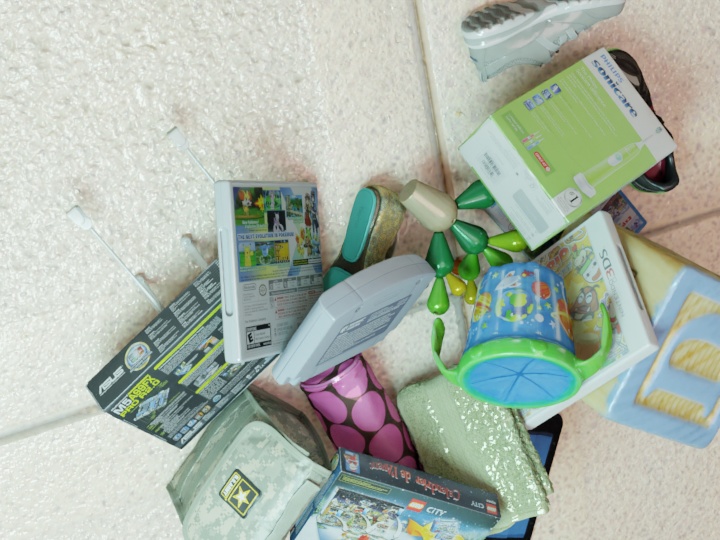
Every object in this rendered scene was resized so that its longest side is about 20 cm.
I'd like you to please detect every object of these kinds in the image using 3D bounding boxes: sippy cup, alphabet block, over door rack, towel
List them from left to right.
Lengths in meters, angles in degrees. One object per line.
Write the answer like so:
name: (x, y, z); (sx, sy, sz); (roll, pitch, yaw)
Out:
over door rack: (-0.198, -0.042, 1.323); (0.148, 0.067, 0.200); (-40, 118, -5)
towel: (0.130, 0.207, 1.430); (0.036, 0.148, 0.200); (-3, 68, -56)
sippy cup: (0.177, 0.066, 1.359); (0.177, 0.140, 0.131); (12, 58, -11)
alphabet block: (0.335, 0.069, 1.467); (0.195, 0.200, 0.197); (22, 100, -36)

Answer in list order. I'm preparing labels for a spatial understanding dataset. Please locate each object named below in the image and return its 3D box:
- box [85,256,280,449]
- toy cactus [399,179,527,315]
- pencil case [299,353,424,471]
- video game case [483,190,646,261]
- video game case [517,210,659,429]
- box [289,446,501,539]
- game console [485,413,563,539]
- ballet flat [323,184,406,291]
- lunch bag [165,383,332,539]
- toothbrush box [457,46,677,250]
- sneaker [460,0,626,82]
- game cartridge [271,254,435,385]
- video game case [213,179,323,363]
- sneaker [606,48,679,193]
box: (-0.175, 0.094, 1.338); (0.200, 0.044, 0.160); (-44, 147, 2)
toy cactus: (0.114, -0.053, 1.413); (0.165, 0.102, 0.200); (34, 99, -25)
pencil case: (-0.002, 0.188, 1.463); (0.091, 0.094, 0.200); (-52, 124, -48)
video game case: (0.248, -0.074, 1.509); (0.143, 0.018, 0.200); (-46, 115, -3)
video game case: (0.234, 0.058, 1.411); (0.023, 0.182, 0.200); (16, 138, -38)
box: (0.038, 0.281, 1.381); (0.200, 0.038, 0.137); (20, 124, -18)
game console: (0.180, 0.281, 1.543); (0.118, 0.171, 0.201); (14, 102, 4)
ballet flat: (0.000, 0.000, 1.417); (0.071, 0.071, 0.200); (18, 99, -24)
lunch bag: (-0.120, 0.239, 1.367); (0.117, 0.200, 0.164); (32, 94, -25)
toothbrush box: (0.234, -0.139, 1.381); (0.200, 0.086, 0.146); (-33, 85, -30)
sneaker: (0.211, -0.278, 1.414); (0.200, 0.075, 0.082); (-18, 126, -7)
game cartridge: (-0.002, 0.047, 1.328); (0.200, 0.041, 0.133); (-22, 157, -53)
video game case: (-0.092, -0.004, 1.305); (0.022, 0.200, 0.183); (-3, 92, 25)
sneaker: (0.336, -0.179, 1.473); (0.077, 0.084, 0.200); (-36, 115, -8)
